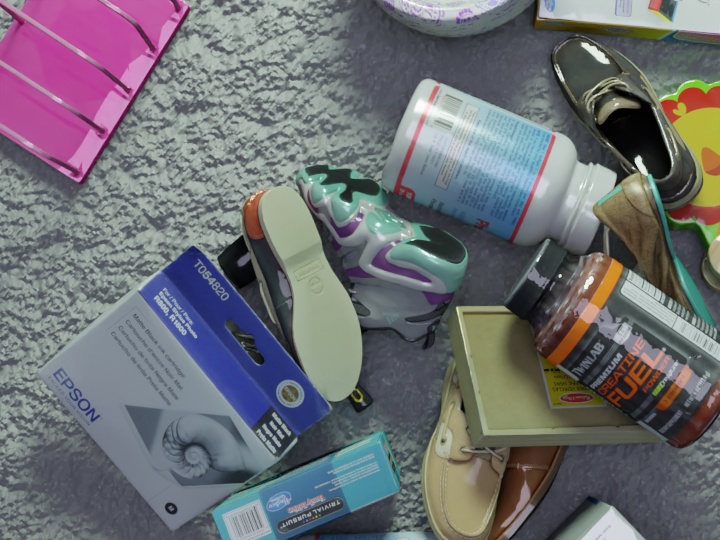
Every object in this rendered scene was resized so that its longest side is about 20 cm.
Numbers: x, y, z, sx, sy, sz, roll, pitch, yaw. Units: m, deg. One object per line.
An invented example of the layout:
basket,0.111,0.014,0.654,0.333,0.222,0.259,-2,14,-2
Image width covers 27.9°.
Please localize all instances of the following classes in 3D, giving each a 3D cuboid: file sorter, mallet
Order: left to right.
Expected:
file sorter,-0.275,-0.208,1.335,0.138,0.125,0.201,32,88,4
mallet,-0.063,0.053,1.358,0.065,0.041,0.202,-29,90,-1

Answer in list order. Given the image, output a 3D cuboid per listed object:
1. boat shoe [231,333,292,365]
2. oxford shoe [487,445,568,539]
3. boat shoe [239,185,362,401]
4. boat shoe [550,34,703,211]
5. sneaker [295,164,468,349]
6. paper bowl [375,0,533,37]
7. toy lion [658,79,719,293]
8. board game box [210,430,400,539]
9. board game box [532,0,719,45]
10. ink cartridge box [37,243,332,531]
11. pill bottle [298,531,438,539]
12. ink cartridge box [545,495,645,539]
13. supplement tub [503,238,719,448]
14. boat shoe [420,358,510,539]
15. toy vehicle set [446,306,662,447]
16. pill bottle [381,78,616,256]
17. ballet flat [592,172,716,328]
boat shoe,-0.146,0.082,1.344,0.198,0.060,0.075,22,88,3
oxford shoe,0.152,0.172,1.328,0.071,0.071,0.201,31,77,7
boat shoe,-0.057,0.022,1.312,0.071,0.062,0.202,-23,95,-33
boat shoe,0.240,-0.146,1.315,0.074,0.073,0.201,-40,65,8
sneaker,0.000,0.000,1.341,0.199,0.077,0.141,38,124,32
paper bowl,0.088,-0.316,1.331,0.198,0.104,0.204,-1,85,11
toy lion,0.356,-0.093,1.342,0.198,0.069,0.194,-22,78,2
board game box,-0.041,0.193,1.263,0.149,0.200,0.047,-22,86,1
board game box,0.268,-0.298,1.363,0.197,0.040,0.155,6,87,2
ink cartridge box,-0.159,0.109,1.296,0.199,0.041,0.200,-37,97,25
pill bottle,-0.004,0.291,1.294,0.197,0.109,0.110,-2,86,2
ink cartridge box,0.253,0.302,1.274,0.085,0.145,0.200,-43,86,-2
supplement tub,0.223,0.057,1.246,0.199,0.107,0.108,34,88,3
boat shoe,0.099,0.149,1.285,0.070,0.065,0.202,15,56,-14
toy vehicle set,0.183,0.092,1.292,0.197,0.027,0.126,1,61,-19
pill bottle,0.127,-0.089,1.322,0.198,0.109,0.110,23,87,3
ballet flat,0.258,0.003,1.294,0.072,0.068,0.201,-21,125,15
